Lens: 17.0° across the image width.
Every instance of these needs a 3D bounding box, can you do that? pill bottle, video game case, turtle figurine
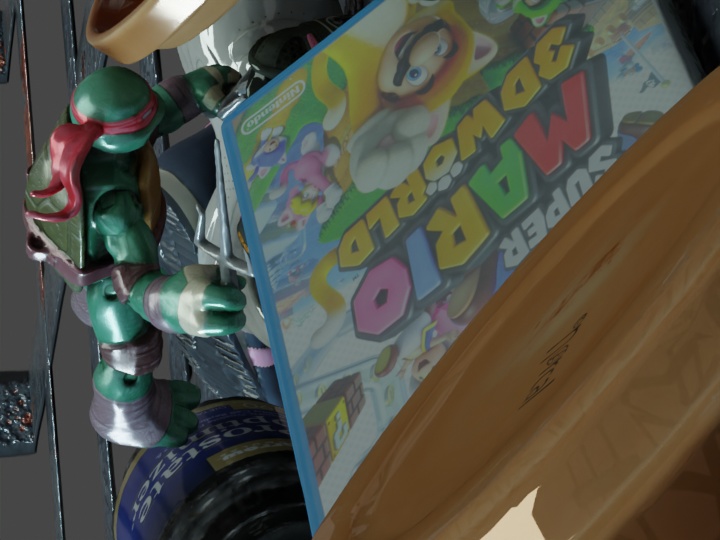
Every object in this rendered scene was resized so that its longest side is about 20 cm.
[{"bbox_3d":[-0.037,0.122,0.993,0.200,0.111,0.113,-153,61,-76],"label":"pill bottle"},{"bbox_3d":[0.033,-0.013,0.647,0.143,0.018,0.201,-36,42,19],"label":"video game case"},{"bbox_3d":[-0.085,-0.024,0.958,0.200,0.100,0.150,103,176,-51],"label":"turtle figurine"}]

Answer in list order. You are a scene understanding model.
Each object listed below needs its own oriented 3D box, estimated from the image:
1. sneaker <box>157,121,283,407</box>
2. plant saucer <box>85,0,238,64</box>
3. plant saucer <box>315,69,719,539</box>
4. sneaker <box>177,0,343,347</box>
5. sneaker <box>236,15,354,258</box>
[{"bbox_3d":[-0.050,0.005,1.173,0.070,0.082,0.200,35,156,29],"label":"sneaker"},{"bbox_3d":[-0.035,-0.160,0.905,0.200,0.032,0.201,-50,17,20],"label":"plant saucer"},{"bbox_3d":[0.046,0.020,0.463,0.200,0.032,0.200,-50,5,6],"label":"plant saucer"},{"bbox_3d":[-0.028,-0.055,1.037,0.099,0.078,0.201,-138,39,-62],"label":"sneaker"},{"bbox_3d":[0.000,0.000,0.855,0.080,0.086,0.201,109,155,-63],"label":"sneaker"}]
